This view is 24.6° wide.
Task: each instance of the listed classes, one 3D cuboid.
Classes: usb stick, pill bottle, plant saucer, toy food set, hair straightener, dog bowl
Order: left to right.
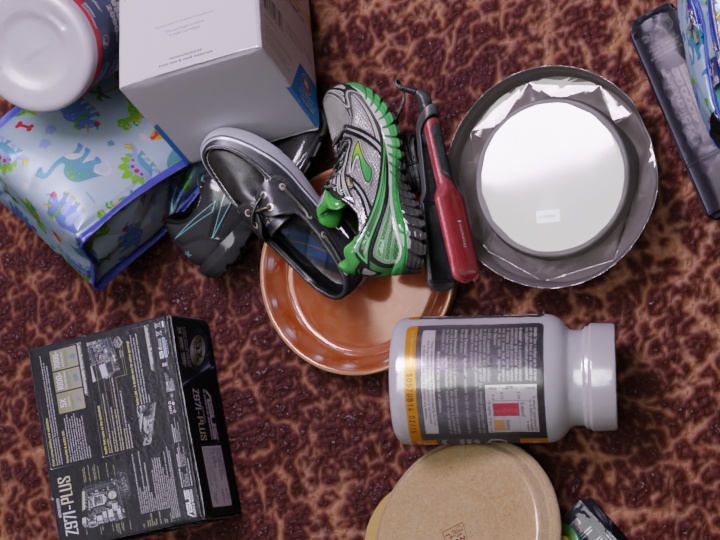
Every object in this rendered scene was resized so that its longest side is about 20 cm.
[{"bbox_3d":[-0.273,-0.235,1.569,0.118,0.200,0.121,5,114,12],"label":"pill bottle"},{"bbox_3d":[0.000,0.000,1.578,0.199,0.032,0.202,-2,84,20],"label":"plant saucer"},{"bbox_3d":[0.053,-0.077,1.512,0.077,0.041,0.202,-23,79,47],"label":"hair straightener"},{"bbox_3d":[0.096,0.248,1.481,0.200,0.049,0.198,-42,51,12],"label":"toy food set"},{"bbox_3d":[0.129,0.097,1.471,0.198,0.116,0.118,-1,85,10],"label":"pill bottle"},{"bbox_3d":[0.179,-0.082,1.505,0.198,0.059,0.202,-2,85,21],"label":"dog bowl"},{"bbox_3d":[0.300,-0.142,1.480,0.055,0.033,0.201,-26,77,23],"label":"usb stick"}]

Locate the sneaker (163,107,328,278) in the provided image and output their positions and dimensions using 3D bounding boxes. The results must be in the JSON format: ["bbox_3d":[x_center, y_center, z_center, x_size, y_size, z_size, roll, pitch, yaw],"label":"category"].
[{"bbox_3d":[-0.109,-0.086,1.592,0.079,0.075,0.200,40,100,-6],"label":"sneaker"}]

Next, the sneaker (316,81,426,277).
[{"bbox_3d":[-0.002,-0.087,1.506,0.084,0.078,0.201,-7,62,-17],"label":"sneaker"}]

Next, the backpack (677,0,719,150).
[{"bbox_3d":[0.363,-0.220,1.398,0.181,0.147,0.202,-14,73,5],"label":"backpack"}]

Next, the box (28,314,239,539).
[{"bbox_3d":[-0.222,0.159,1.617,0.163,0.086,0.202,-15,80,18],"label":"box"}]

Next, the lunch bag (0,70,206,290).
[{"bbox_3d":[-0.249,-0.111,1.633,0.170,0.128,0.200,39,70,18],"label":"lunch bag"}]

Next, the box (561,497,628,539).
[{"bbox_3d":[0.184,0.330,1.476,0.200,0.043,0.160,-46,72,11],"label":"box"}]

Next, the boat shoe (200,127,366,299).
[{"bbox_3d":[-0.072,-0.053,1.525,0.200,0.057,0.069,42,123,-4],"label":"boat shoe"}]

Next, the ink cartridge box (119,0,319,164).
[{"bbox_3d":[-0.135,-0.235,1.556,0.143,0.147,0.202,-14,60,16],"label":"ink cartridge box"}]
